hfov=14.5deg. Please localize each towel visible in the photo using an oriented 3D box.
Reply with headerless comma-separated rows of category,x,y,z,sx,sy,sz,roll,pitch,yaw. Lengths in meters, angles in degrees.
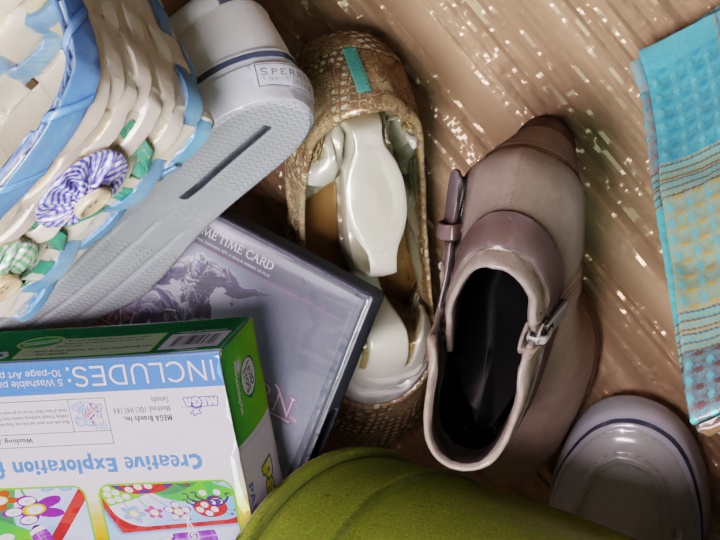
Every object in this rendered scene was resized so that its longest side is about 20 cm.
towel,0.168,-0.047,1.037,0.147,0.200,0.022,-33,127,28

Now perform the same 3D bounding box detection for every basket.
basket,-0.162,-0.069,1.013,0.200,0.139,0.176,20,126,-43

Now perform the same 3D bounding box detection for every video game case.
video game case,-0.087,0.067,1.184,0.143,0.019,0.200,28,109,18

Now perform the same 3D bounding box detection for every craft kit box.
craft kit box,-0.123,0.121,1.155,0.199,0.049,0.198,-3,107,19

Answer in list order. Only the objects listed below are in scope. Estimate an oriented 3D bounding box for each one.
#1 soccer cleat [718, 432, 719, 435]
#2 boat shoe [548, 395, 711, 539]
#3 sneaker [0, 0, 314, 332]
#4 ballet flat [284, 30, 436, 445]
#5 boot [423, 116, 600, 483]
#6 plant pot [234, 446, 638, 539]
soccer cleat,0.239,0.042,1.146,0.200,0.069,0.078,-22,115,22
boat shoe,0.104,0.156,1.235,0.074,0.086,0.202,14,122,7
sneaker,-0.098,-0.040,1.135,0.200,0.071,0.073,-35,146,26
ballet flat,0.000,0.000,1.178,0.070,0.065,0.200,-13,120,-8
boot,0.055,0.036,1.142,0.070,0.146,0.201,7,121,10
plant pot,0.069,0.177,1.090,0.193,0.200,0.201,4,123,37
